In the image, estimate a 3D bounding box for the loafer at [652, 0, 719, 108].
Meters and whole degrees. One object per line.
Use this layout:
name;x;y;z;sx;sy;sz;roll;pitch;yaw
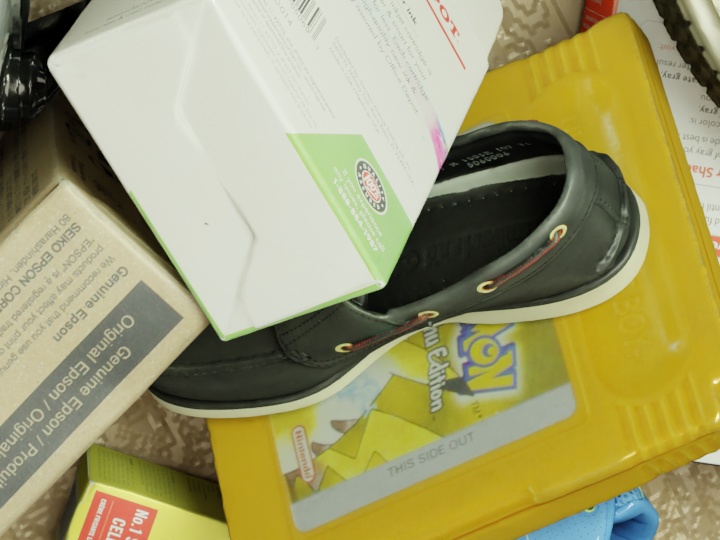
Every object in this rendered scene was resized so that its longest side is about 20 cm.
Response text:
loafer;0.128;-0.133;1.063;0.067;0.076;0.200;-28;97;1

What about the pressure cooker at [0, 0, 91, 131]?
pressure cooker;-0.188;-0.109;1.035;0.200;0.176;0.179;3;104;-4

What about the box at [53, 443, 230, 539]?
box;-0.026;0.136;1.168;0.200;0.050;0.075;20;101;-10

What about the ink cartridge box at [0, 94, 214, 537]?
ink cartridge box;-0.138;0.030;1.055;0.075;0.200;0.165;42;95;-14

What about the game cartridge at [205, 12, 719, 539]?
game cartridge;0.033;0.018;1.075;0.200;0.176;0.032;-26;146;19

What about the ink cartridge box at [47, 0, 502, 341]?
ink cartridge box;-0.021;-0.080;1.010;0.067;0.200;0.117;-21;112;27

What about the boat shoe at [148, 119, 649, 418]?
boat shoe;0.000;-0.002;1.050;0.201;0.074;0.063;-18;147;23

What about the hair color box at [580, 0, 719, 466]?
hair color box;0.128;-0.029;1.149;0.101;0.061;0.200;9;99;-8

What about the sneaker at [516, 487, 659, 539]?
sneaker;0.055;0.082;1.109;0.105;0.076;0.200;-18;59;7
